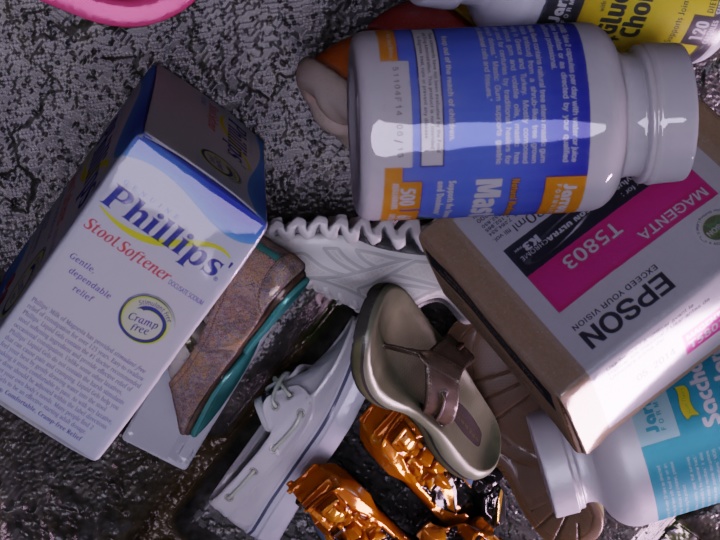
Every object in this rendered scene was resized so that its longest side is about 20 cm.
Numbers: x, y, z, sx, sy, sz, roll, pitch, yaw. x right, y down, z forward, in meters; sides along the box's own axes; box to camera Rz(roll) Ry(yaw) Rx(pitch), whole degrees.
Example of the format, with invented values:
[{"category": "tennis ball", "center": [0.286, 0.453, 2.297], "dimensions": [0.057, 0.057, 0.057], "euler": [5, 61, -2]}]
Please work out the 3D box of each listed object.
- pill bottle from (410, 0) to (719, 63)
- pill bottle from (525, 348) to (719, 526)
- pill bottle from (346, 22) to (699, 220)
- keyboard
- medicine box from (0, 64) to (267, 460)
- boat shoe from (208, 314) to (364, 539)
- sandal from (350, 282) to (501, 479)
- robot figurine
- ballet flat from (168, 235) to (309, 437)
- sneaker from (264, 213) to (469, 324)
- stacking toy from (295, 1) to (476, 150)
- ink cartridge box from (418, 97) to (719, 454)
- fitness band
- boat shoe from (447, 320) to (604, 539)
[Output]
[{"category": "pill bottle", "center": [0.132, -0.194, 1.007], "dimensions": [0.197, 0.112, 0.113], "euler": [4, 110, -17]}, {"category": "pill bottle", "center": [0.210, 0.097, 1.042], "dimensions": [0.198, 0.111, 0.112], "euler": [-18, 111, 2]}, {"category": "pill bottle", "center": [0.093, -0.089, 0.957], "dimensions": [0.197, 0.112, 0.113], "euler": [-2, 110, -4]}, {"category": "keyboard", "center": [-0.106, 0.057, 1.198], "dimensions": [0.056, 0.011, 0.201], "euler": [29, 105, -8]}, {"category": "medicine box", "center": [-0.156, -0.011, 1.076], "dimensions": [0.102, 0.182, 0.201], "euler": [33, 105, -15]}, {"category": "boat shoe", "center": [-0.047, 0.109, 1.184], "dimensions": [0.066, 0.074, 0.201], "euler": [27, 101, -6]}, {"category": "sandal", "center": [0.056, 0.073, 1.101], "dimensions": [0.057, 0.081, 0.201], "euler": [-4, 146, 35]}, {"category": "robot figurine", "center": [0.037, 0.182, 1.191], "dimensions": [0.145, 0.058, 0.200], "euler": [-45, 131, -3]}, {"category": "ballet flat", "center": [-0.099, 0.040, 1.133], "dimensions": [0.067, 0.068, 0.200], "euler": [40, 132, 4]}, {"category": "sneaker", "center": [0.000, 0.000, 1.136], "dimensions": [0.197, 0.075, 0.082], "euler": [1, 91, -2]}, {"category": "stacking toy", "center": [0.067, -0.149, 1.085], "dimensions": [0.146, 0.146, 0.200], "euler": [44, 87, -17]}, {"category": "ink cartridge box", "center": [0.163, -0.012, 1.015], "dimensions": [0.199, 0.165, 0.075], "euler": [-36, 140, -6]}, {"category": "fitness band", "center": [-0.184, -0.244, 1.067], "dimensions": [0.198, 0.037, 0.145], "euler": [22, 107, -10]}, {"category": "boat shoe", "center": [0.122, 0.114, 1.213], "dimensions": [0.073, 0.063, 0.202], "euler": [-20, 108, 21]}]
